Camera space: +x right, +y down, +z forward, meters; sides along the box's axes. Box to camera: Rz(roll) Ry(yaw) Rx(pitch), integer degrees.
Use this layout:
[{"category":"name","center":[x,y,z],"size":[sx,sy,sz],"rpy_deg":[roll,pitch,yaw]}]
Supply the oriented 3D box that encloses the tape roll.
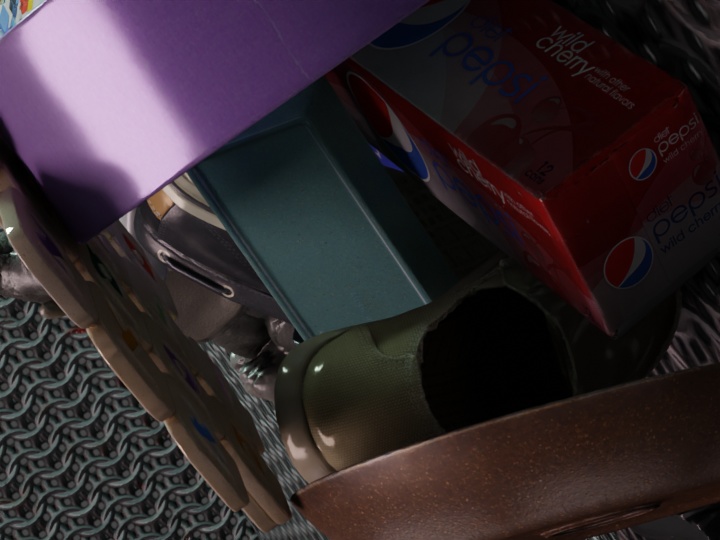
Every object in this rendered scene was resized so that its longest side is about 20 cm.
[{"category":"tape roll","center":[-0.024,-0.091,0.835],"size":[0.066,0.200,0.200],"rpy_deg":[56,170,-4]}]

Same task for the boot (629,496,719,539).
[{"category":"boot","center":[0.187,0.137,0.972],"size":[0.168,0.076,0.200],"rpy_deg":[53,166,-17]}]

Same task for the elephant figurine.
[{"category":"elephant figurine","center":[-0.090,-0.016,1.266],"size":[0.199,0.156,0.141],"rpy_deg":[20,-173,-38]}]

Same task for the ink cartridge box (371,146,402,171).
[{"category":"ink cartridge box","center":[0.060,-0.006,1.176],"size":[0.094,0.044,0.200],"rpy_deg":[42,164,46]}]

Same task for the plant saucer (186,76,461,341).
[{"category":"plant saucer","center":[0.005,0.015,1.015],"size":[0.200,0.070,0.019],"rpy_deg":[55,-149,-29]}]

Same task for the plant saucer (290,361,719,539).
[{"category":"plant saucer","center":[0.077,0.068,0.896],"size":[0.200,0.199,0.037],"rpy_deg":[108,148,-78]}]

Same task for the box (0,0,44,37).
[{"category":"box","center":[-0.116,-0.118,1.045],"size":[0.200,0.038,0.137],"rpy_deg":[-160,72,-65]}]

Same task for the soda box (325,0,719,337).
[{"category":"soda box","center":[0.050,-0.058,0.949],"size":[0.200,0.063,0.070],"rpy_deg":[41,165,52]}]

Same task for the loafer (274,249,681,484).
[{"category":"loafer","center":[0.058,0.033,0.973],"size":[0.068,0.200,0.076],"rpy_deg":[-8,101,47]}]

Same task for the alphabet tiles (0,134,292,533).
[{"category":"alphabet tiles","center":[-0.090,-0.001,0.876],"size":[0.200,0.015,0.196],"rpy_deg":[52,-176,-26]}]

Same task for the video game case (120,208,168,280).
[{"category":"video game case","center":[-0.125,-0.115,1.164],"size":[0.200,0.023,0.183],"rpy_deg":[-136,44,-56]}]

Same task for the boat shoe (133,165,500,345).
[{"category":"boat shoe","center":[0.000,0.000,1.063],"size":[0.199,0.075,0.062],"rpy_deg":[24,133,-15]}]
